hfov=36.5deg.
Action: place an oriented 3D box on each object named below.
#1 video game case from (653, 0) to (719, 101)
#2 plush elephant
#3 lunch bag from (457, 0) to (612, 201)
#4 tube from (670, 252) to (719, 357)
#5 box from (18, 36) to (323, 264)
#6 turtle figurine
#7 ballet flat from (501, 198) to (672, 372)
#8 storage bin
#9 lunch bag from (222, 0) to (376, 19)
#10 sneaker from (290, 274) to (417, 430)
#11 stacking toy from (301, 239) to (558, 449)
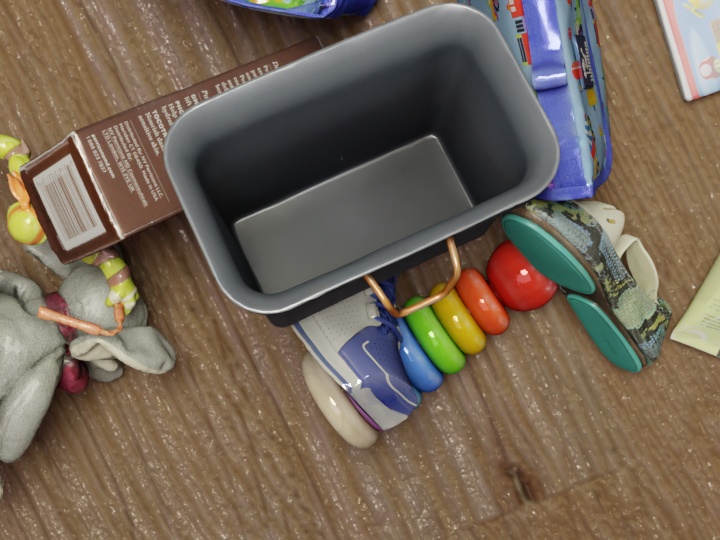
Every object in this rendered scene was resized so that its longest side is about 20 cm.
[{"bbox_3d":[0.297,-0.216,0.737,0.199,0.017,0.144,-18,99,11],"label":"video game case"},{"bbox_3d":[-0.227,0.050,0.806,0.154,0.165,0.201,-5,142,-27],"label":"plush elephant"},{"bbox_3d":[0.110,-0.128,0.686,0.093,0.200,0.152,-9,101,10],"label":"lunch bag"},{"bbox_3d":[0.292,-0.027,0.765,0.058,0.052,0.201,35,113,42],"label":"tube"},{"bbox_3d":[-0.110,-0.081,0.720,0.100,0.199,0.075,-15,101,52],"label":"box"},{"bbox_3d":[-0.203,-0.059,0.759,0.200,0.161,0.064,45,121,-2],"label":"turtle figurine"},{"bbox_3d":[0.158,-0.007,0.738,0.074,0.075,0.200,-31,135,12],"label":"ballet flat"},{"bbox_3d":[0.005,-0.038,0.641,0.199,0.134,0.146,-25,76,-7],"label":"storage bin"},{"bbox_3d":[-0.075,-0.236,0.704,0.200,0.170,0.128,42,108,-3],"label":"lunch bag"},{"bbox_3d":[0.000,0.000,0.756,0.115,0.200,0.081,-35,140,2],"label":"sneaker"},{"bbox_3d":[0.056,0.042,0.797,0.199,0.085,0.086,-36,95,6],"label":"stacking toy"}]
